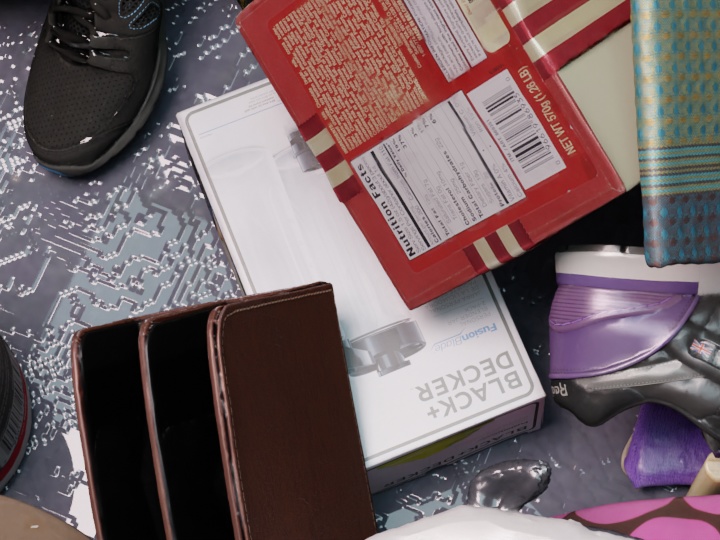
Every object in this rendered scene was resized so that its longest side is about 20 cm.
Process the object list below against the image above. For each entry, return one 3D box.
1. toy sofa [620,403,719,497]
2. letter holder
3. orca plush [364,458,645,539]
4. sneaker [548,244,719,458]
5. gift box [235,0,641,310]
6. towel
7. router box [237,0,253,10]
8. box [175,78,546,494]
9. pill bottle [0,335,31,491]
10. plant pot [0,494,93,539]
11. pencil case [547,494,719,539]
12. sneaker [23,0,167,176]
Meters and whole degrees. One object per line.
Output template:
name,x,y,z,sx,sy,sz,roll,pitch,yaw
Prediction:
toy sofa,0.188,0.014,0.998,0.097,0.083,0.201,12,73,4
letter holder,-0.062,0.116,0.897,0.100,0.142,0.201,-10,91,19
orca plush,0.091,0.132,0.875,0.199,0.071,0.106,-18,65,8
sneaker,0.181,0.039,0.920,0.199,0.076,0.088,5,89,9
gift box,0.094,-0.107,0.934,0.187,0.200,0.185,-33,96,-40
towel,0.160,-0.104,0.866,0.146,0.022,0.201,-3,92,-41
router box,-0.003,-0.232,1.097,0.199,0.052,0.158,-28,73,-8
box,0.000,0.000,1.018,0.116,0.060,0.201,-20,73,-5
pill bottle,-0.216,0.043,0.935,0.110,0.200,0.111,-1,71,2
plant pot,-0.180,0.196,0.909,0.200,0.201,0.175,19,55,7
pencil case,0.153,0.143,0.921,0.199,0.091,0.094,-11,48,24
sneaker,-0.127,-0.144,1.031,0.073,0.082,0.201,25,99,23
